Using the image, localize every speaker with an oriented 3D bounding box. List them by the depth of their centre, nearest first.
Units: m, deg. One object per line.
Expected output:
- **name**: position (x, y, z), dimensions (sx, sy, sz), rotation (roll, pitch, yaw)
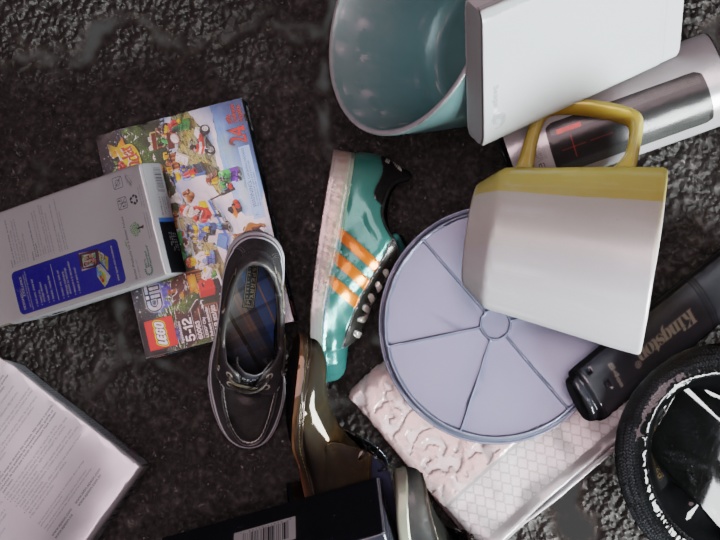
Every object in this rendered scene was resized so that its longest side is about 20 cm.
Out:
- **speaker**: position (0.213, -0.132, 1.544), dimensions (0.198, 0.081, 0.082), rotation (-19, 87, 2)

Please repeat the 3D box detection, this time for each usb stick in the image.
- **usb stick**: position (0.255, 0.053, 1.522), dimensions (0.199, 0.033, 0.056), rotation (-36, 111, -19)

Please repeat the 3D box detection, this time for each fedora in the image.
- **fedora**: position (0.296, 0.151, 1.513), dimensions (0.198, 0.092, 0.203), rotation (-1, 100, -8)

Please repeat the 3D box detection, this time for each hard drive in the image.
- **hard drive**: position (0.172, -0.192, 1.436), dimensions (0.199, 0.133, 0.026), rotation (-26, 48, -20)

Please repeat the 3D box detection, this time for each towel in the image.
- **towel**: position (0.122, 0.115, 1.563), dimensions (0.200, 0.032, 0.192), rotation (-40, 86, 0)

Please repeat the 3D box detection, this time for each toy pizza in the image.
- **toy pizza**: position (0.114, 0.046, 1.535), dimensions (0.198, 0.032, 0.203), rotation (0, 86, 2)

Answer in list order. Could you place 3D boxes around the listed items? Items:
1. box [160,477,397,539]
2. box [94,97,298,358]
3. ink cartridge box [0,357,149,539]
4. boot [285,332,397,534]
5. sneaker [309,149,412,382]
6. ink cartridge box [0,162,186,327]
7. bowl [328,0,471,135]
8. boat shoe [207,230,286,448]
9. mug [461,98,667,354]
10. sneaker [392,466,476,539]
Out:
- **box**: position (-0.050, 0.298, 1.501), dimensions (0.198, 0.104, 0.184), rotation (-16, 110, 3)
- **box**: position (-0.143, -0.036, 1.582), dimensions (0.135, 0.038, 0.202), rotation (-14, 87, 3)
- **ink cartridge box**: position (-0.319, 0.190, 1.583), dimensions (0.199, 0.043, 0.197), rotation (37, 90, 8)
- **boot**: position (-0.015, 0.146, 1.541), dimensions (0.096, 0.075, 0.202), rotation (-2, 111, -6)
- **sneaker**: position (0.000, 0.000, 1.556), dimensions (0.079, 0.071, 0.203), rotation (8, 93, -1)
- **ink cartridge box**: position (-0.250, -0.019, 1.568), dimensions (0.198, 0.039, 0.101), rotation (-15, 86, 25)
- **bowl**: position (0.074, -0.201, 1.518), dimensions (0.104, 0.200, 0.203), rotation (13, 88, -39)
- **boat shoe**: position (-0.092, 0.069, 1.527), dimensions (0.069, 0.066, 0.202), rotation (6, 113, -5)
- **mug**: position (0.166, -0.030, 1.469), dimensions (0.151, 0.188, 0.151), rotation (8, 132, 8)
- **sneaker**: position (0.093, 0.240, 1.515), dimensions (0.105, 0.075, 0.202), rotation (-15, 116, 6)
